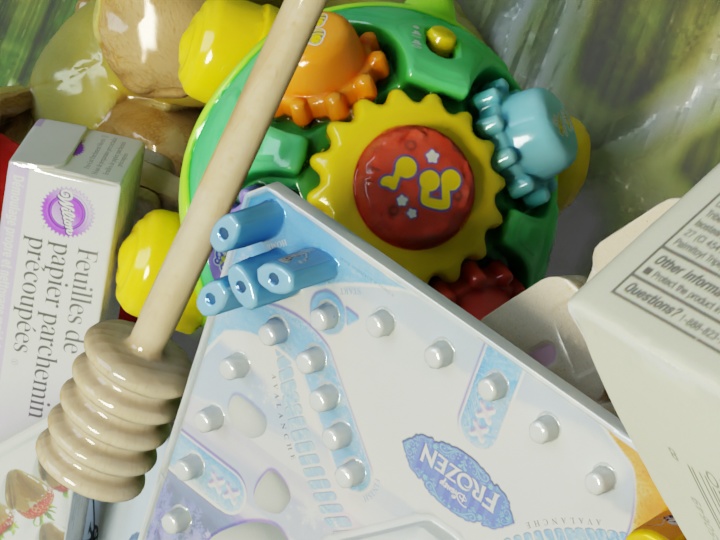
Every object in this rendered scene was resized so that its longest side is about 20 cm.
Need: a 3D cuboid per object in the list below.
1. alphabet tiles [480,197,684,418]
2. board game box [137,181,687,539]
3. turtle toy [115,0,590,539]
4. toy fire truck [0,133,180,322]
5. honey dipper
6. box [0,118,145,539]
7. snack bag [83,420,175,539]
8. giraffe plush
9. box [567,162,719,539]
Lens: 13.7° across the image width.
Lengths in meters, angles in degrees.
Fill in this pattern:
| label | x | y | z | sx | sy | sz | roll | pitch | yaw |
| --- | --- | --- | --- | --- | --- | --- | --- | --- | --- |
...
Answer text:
| label | x | y | z | sx | sy | sz | roll | pitch | yaw |
| --- | --- | --- | --- | --- | --- | --- | --- | --- | --- |
| alphabet tiles | 0.101 | 0.086 | 0.836 | 0.196 | 0.015 | 0.200 | -35 | 70 | 38 |
| board game box | 0.008 | 0.107 | 0.873 | 0.200 | 0.026 | 0.200 | 35 | 123 | 27 |
| turtle toy | 0.000 | 0.000 | 0.965 | 0.101 | 0.146 | 0.200 | 160 | 126 | -75 |
| toy fire truck | -0.088 | -0.018 | 1.059 | 0.141 | 0.200 | 0.049 | -10 | 56 | 51 |
| honey dipper | -0.043 | -0.018 | 0.901 | 0.200 | 0.038 | 0.038 | -62 | 33 | 24 |
| box | -0.109 | 0.048 | 1.025 | 0.041 | 0.039 | 0.200 | -72 | -6 | -63 |
| snack bag | -0.092 | 0.135 | 1.074 | 0.200 | 0.021 | 0.189 | -139 | 60 | -70 |
| giraffe plush | -0.068 | -0.084 | 1.131 | 0.162 | 0.172 | 0.200 | -53 | 29 | 34 |
| box | 0.171 | 0.002 | 0.702 | 0.200 | 0.109 | 0.128 | -41 | 39 | -14 |
